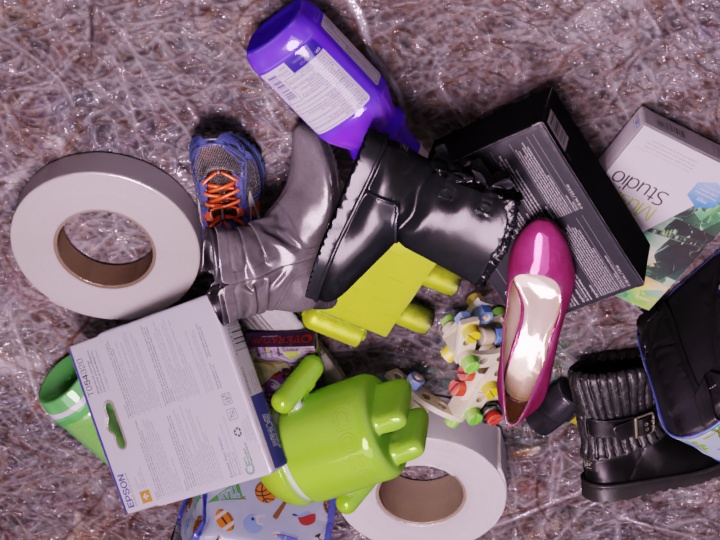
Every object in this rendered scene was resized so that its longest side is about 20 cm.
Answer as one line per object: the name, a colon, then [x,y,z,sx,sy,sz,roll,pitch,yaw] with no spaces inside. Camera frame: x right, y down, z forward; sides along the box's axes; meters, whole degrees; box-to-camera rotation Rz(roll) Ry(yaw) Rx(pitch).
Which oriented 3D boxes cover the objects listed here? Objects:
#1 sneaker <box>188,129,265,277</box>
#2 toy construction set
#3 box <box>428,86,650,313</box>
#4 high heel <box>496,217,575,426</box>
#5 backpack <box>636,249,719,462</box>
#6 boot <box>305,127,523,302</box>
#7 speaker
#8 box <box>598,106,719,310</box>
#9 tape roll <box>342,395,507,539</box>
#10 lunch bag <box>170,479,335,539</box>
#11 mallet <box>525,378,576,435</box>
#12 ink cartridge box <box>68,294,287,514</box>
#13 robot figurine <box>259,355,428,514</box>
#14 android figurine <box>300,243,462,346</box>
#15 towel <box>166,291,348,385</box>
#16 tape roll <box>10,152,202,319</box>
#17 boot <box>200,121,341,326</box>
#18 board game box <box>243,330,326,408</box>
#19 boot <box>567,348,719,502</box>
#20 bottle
sneaker: [-0.130,-0.056,1.572,0.075,0.079,0.201,-5,131,7]
toy construction set: [0.110,0.110,1.692,0.131,0.092,0.200,6,145,-35]
box: [0.172,-0.057,1.521,0.141,0.079,0.200,-23,114,27]
high heel: [0.160,0.051,1.493,0.067,0.096,0.201,14,128,8]
backpack: [0.392,0.096,1.590,0.147,0.200,0.183,31,125,-25]
boot: [0.051,-0.029,1.470,0.162,0.073,0.199,22,115,-4]
speaker: [-0.272,0.181,1.784,0.088,0.089,0.200,-27,124,25]
box: [0.286,-0.058,1.572,0.144,0.036,0.200,23,130,-15]
tape roll: [0.072,0.237,1.819,0.201,0.071,0.203,2,131,2]
lunch bag: [-0.135,0.323,1.875,0.169,0.124,0.200,16,152,-12]
mallet: [0.275,0.192,1.792,0.200,0.041,0.066,33,124,-28]
ink cartridge box: [-0.195,0.141,1.657,0.199,0.043,0.197,-19,90,29]
robot figurine: [-0.029,0.182,1.671,0.199,0.116,0.176,-21,120,20]
android figurine: [0.000,0.000,1.636,0.199,0.041,0.182,23,126,-18]
towel: [-0.133,0.101,1.738,0.192,0.035,0.200,-21,127,20]
tape roll: [-0.264,-0.033,1.629,0.202,0.037,0.203,1,131,2]
boot: [-0.090,-0.045,1.526,0.131,0.070,0.201,-6,105,-18]
board game box: [-0.139,0.120,1.724,0.199,0.032,0.120,-2,135,9]
boot: [0.329,0.160,1.732,0.210,0.079,0.159,-11,103,-24]
bottle: [-0.016,-0.162,1.473,0.083,0.065,0.200,-30,119,32]
